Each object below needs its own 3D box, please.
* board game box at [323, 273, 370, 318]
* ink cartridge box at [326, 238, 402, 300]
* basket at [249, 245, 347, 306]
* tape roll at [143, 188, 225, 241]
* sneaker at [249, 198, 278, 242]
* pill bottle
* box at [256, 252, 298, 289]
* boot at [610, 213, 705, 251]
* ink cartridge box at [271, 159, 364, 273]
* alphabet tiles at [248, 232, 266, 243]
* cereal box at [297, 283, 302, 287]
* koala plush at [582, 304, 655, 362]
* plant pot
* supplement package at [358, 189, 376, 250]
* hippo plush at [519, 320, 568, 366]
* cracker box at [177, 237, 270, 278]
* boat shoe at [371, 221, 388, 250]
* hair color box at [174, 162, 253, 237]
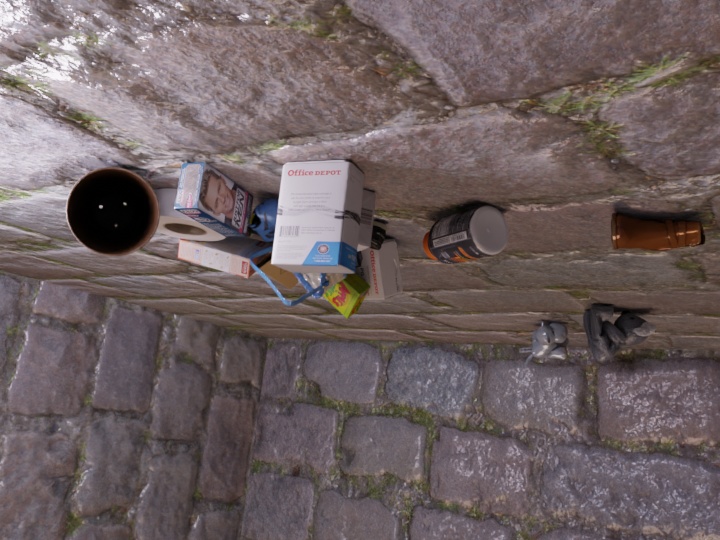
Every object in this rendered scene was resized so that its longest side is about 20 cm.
[{"bbox_3d":[-0.075,0.017,1.793,0.048,0.200,0.102,-32,157,-43],"label":"board game box"},{"bbox_3d":[0.000,0.000,1.833,0.200,0.145,0.084,-3,-172,39],"label":"ink cartridge box"},{"bbox_3d":[-0.140,-0.015,1.663,0.200,0.176,0.139,-31,150,-26],"label":"basket"},{"bbox_3d":[-0.416,-0.130,1.682,0.202,0.071,0.202,6,168,1],"label":"tape roll"},{"bbox_3d":[-0.225,-0.114,1.623,0.078,0.066,0.200,-10,167,-17],"label":"sneaker"},{"bbox_3d":[0.220,-0.072,1.527,0.106,0.107,0.200,13,167,-27],"label":"pill bottle"},{"bbox_3d":[-0.170,-0.031,1.855,0.163,0.021,0.200,-40,157,3],"label":"box"},{"bbox_3d":[0.588,-0.072,1.388,0.155,0.077,0.200,0,168,36],"label":"boot"},{"bbox_3d":[-0.079,-0.100,1.339,0.146,0.201,0.086,2,168,24],"label":"ink cartridge box"},{"bbox_3d":[-0.303,-0.064,1.950,0.195,0.015,0.200,20,160,2],"label":"alphabet tiles"},{"bbox_3d":[-0.142,0.033,2.313,0.200,0.040,0.144,-1,172,34],"label":"cereal box"},{"bbox_3d":[0.866,0.206,2.330,0.199,0.184,0.177,-6,167,3],"label":"koala plush"},{"bbox_3d":[-0.549,-0.131,1.563,0.186,0.187,0.200,11,-179,-19],"label":"plant pot"},{"bbox_3d":[-0.069,-0.102,1.505,0.120,0.122,0.200,12,167,-26],"label":"supplement package"},{"bbox_3d":[0.725,0.255,2.741,0.199,0.160,0.161,-8,136,-1],"label":"hippo plush"},{"bbox_3d":[-0.352,-0.050,1.817,0.200,0.058,0.134,15,-158,11],"label":"cracker box"},{"bbox_3d":[-0.027,-0.082,1.703,0.200,0.068,0.072,3,167,37],"label":"boat shoe"},{"bbox_3d":[-0.306,-0.145,1.485,0.060,0.100,0.200,1,167,22],"label":"hair color box"}]
